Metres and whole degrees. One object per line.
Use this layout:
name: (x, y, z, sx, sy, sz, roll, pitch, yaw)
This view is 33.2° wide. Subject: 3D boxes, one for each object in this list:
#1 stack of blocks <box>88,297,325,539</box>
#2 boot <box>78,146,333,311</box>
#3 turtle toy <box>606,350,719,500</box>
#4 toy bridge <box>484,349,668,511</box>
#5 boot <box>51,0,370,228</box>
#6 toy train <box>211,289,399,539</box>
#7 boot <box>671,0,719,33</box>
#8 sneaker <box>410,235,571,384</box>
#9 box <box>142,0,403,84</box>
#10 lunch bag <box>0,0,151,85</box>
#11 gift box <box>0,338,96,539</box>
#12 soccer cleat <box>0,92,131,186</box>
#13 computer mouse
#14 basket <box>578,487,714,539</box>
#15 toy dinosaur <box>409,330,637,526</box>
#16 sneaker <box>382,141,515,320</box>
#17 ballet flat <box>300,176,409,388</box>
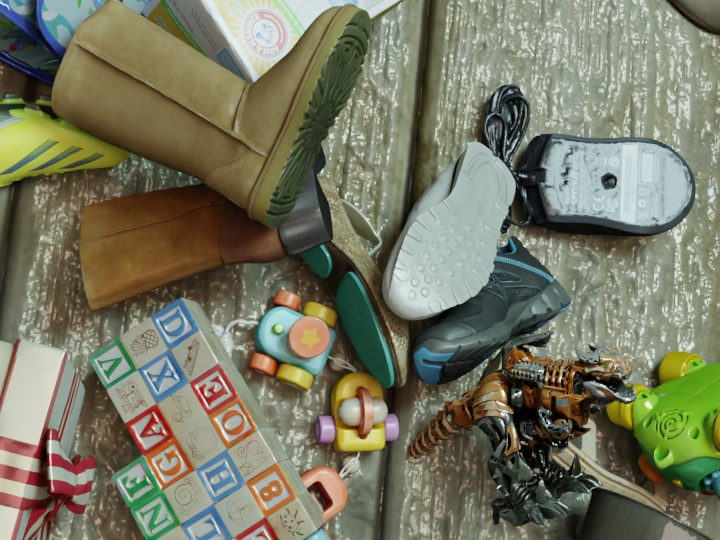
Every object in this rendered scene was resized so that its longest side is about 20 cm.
stack of blocks: (-0.127, 0.138, 0.916, 0.114, 0.059, 0.202, -31, 83, 2)
boot: (-0.125, -0.061, 0.961, 0.197, 0.069, 0.190, -16, 52, 8)
turtle toy: (0.315, 0.132, 1.037, 0.198, 0.145, 0.103, -23, 109, -35)
toy bridge: (0.186, 0.150, 1.023, 0.199, 0.067, 0.027, 40, 113, -6)
boot: (-0.112, -0.147, 0.869, 0.198, 0.066, 0.177, 30, 97, 16)
toy train: (-0.047, 0.116, 0.966, 0.149, 0.056, 0.202, -27, 89, -20)
boot: (0.394, -0.267, 1.121, 0.197, 0.146, 0.071, 19, 77, -12)
sneaker: (0.094, 0.032, 0.996, 0.199, 0.073, 0.082, -23, 76, -51)
box: (-0.060, -0.223, 0.981, 0.199, 0.101, 0.113, -36, 98, -28)
lunch bag: (-0.251, -0.253, 0.946, 0.199, 0.127, 0.172, 33, 70, -28)
gift box: (-0.284, 0.145, 0.831, 0.184, 0.185, 0.203, 13, 80, -5)
soccer cleat: (-0.280, -0.094, 0.944, 0.197, 0.065, 0.085, 4, 108, -20)
computer mouse: (0.199, -0.082, 1.083, 0.197, 0.053, 0.141, 10, 78, -2)
basket: (0.217, 0.306, 0.970, 0.180, 0.135, 0.202, 35, 75, -28)
toy dinosaur: (0.131, 0.122, 0.958, 0.101, 0.199, 0.138, -18, 88, -35)
sneaker: (0.062, -0.020, 0.972, 0.077, 0.080, 0.200, 48, 43, -11)
ballet flat: (0.000, 0.000, 0.978, 0.065, 0.071, 0.201, -22, 71, -28)
